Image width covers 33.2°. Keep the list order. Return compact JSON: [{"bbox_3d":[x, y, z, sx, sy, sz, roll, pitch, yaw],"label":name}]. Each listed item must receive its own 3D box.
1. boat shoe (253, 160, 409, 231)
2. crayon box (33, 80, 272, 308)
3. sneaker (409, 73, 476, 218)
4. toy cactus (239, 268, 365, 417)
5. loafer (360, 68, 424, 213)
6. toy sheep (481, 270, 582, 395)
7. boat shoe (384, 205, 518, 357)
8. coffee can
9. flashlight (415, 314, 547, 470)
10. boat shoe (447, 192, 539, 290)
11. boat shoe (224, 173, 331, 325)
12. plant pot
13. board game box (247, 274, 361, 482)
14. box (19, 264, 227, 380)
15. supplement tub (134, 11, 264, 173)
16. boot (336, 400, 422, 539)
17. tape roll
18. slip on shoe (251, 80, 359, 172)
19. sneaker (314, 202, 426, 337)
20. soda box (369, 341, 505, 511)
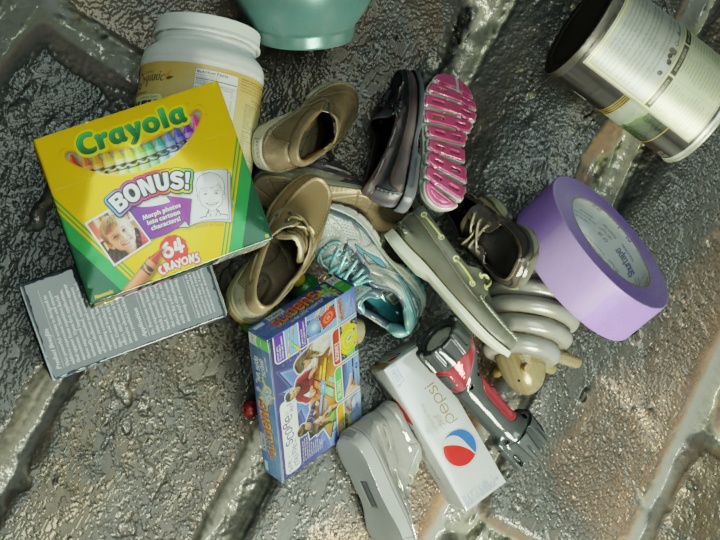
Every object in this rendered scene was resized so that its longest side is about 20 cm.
[{"bbox_3d":[-0.034,-0.099,1.438,0.197,0.072,0.066,10,51,-19],"label":"boat shoe"},{"bbox_3d":[-0.212,-0.078,1.240,0.197,0.058,0.175,-20,88,-14],"label":"crayon box"},{"bbox_3d":[0.090,-0.146,1.474,0.073,0.087,0.203,15,60,-18],"label":"sneaker"},{"bbox_3d":[-0.074,0.071,1.418,0.163,0.102,0.204,5,83,-34],"label":"toy cactus"},{"bbox_3d":[0.037,-0.163,1.429,0.062,0.072,0.203,14,57,-15],"label":"loafer"},{"bbox_3d":[0.207,0.051,1.469,0.136,0.138,0.203,12,70,-14],"label":"toy sheep"},{"bbox_3d":[0.115,0.013,1.398,0.060,0.072,0.202,-43,84,-3],"label":"boat shoe"},{"bbox_3d":[0.352,-0.252,1.512,0.199,0.146,0.148,34,79,-11],"label":"coffee can"},{"bbox_3d":[0.147,0.142,1.422,0.067,0.068,0.200,-36,114,18],"label":"flashlight"},{"bbox_3d":[0.147,-0.037,1.417,0.072,0.200,0.075,17,106,-20],"label":"boat shoe"},{"bbox_3d":[-0.076,-0.028,1.323,0.071,0.064,0.202,37,59,-20],"label":"boat shoe"},{"bbox_3d":[-0.067,-0.333,1.391,0.197,0.201,0.136,-7,116,-16],"label":"plant pot"},{"bbox_3d":[-0.058,0.123,1.357,0.135,0.034,0.203,-31,133,-36],"label":"board game box"},{"bbox_3d":[-0.263,0.036,1.324,0.197,0.148,0.109,-20,92,-15],"label":"box"},{"bbox_3d":[-0.184,-0.175,1.360,0.142,0.144,0.204,8,84,-15],"label":"supplement tub"},{"bbox_3d":[0.047,0.257,1.440,0.095,0.073,0.203,-34,113,-35],"label":"boot"},{"bbox_3d":[0.280,-0.016,1.456,0.200,0.201,0.066,43,119,-10],"label":"tape roll"},{"bbox_3d":[-0.047,-0.167,1.393,0.199,0.060,0.077,-34,123,-51],"label":"slip on shoe"},{"bbox_3d":[0.000,0.000,1.410,0.199,0.087,0.078,39,119,-15],"label":"sneaker"},{"bbox_3d":[0.092,0.186,1.456,0.063,0.068,0.202,-31,96,-15],"label":"soda box"}]
